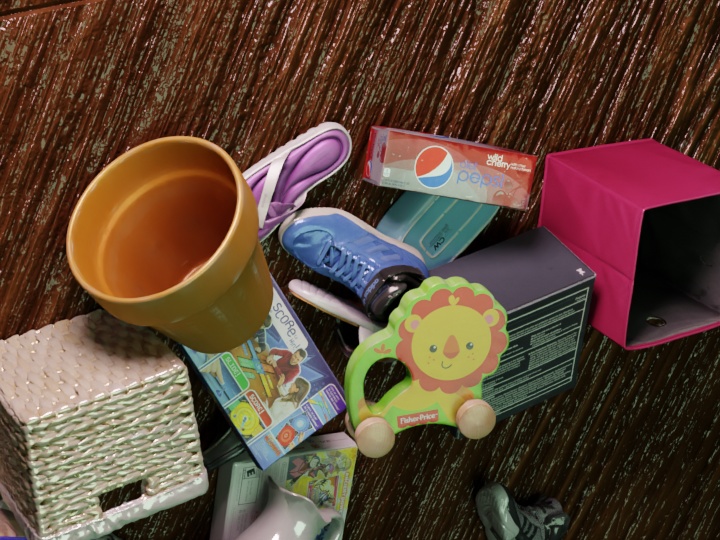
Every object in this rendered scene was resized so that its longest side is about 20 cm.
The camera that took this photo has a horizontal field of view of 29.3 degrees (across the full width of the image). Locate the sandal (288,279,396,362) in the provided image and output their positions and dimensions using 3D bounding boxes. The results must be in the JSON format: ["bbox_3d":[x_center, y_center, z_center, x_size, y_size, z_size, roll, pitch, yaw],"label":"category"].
[{"bbox_3d":[-0.015,0.072,1.687,0.205,0.079,0.060,26,99,-31],"label":"sandal"}]

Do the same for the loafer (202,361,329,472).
[{"bbox_3d":[-0.130,0.160,1.662,0.200,0.073,0.072,-43,95,-15],"label":"loafer"}]

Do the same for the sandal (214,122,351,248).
[{"bbox_3d":[-0.088,-0.093,1.566,0.203,0.050,0.083,-45,127,-5],"label":"sandal"}]

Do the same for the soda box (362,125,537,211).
[{"bbox_3d":[0.107,-0.122,1.640,0.198,0.063,0.071,8,97,-22],"label":"soda box"}]

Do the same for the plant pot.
[{"bbox_3d":[-0.183,-0.008,1.467,0.200,0.200,0.184,-43,144,-8],"label":"plant pot"}]

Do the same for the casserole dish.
[{"bbox_3d":[0.104,-0.066,1.718,0.200,0.039,0.121,-46,129,-5],"label":"casserole dish"}]

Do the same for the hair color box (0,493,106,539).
[{"bbox_3d":[-0.392,0.290,1.513,0.198,0.109,0.065,9,107,-37],"label":"hair color box"}]

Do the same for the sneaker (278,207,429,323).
[{"bbox_3d":[0.001,-0.001,1.612,0.199,0.112,0.077,22,116,-27],"label":"sneaker"}]

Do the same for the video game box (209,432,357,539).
[{"bbox_3d":[-0.102,0.312,1.761,0.180,0.047,0.202,-2,114,-30],"label":"video game box"}]

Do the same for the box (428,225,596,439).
[{"bbox_3d":[0.180,0.077,1.765,0.198,0.123,0.200,-20,137,-25],"label":"box"}]

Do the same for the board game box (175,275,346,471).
[{"bbox_3d":[-0.116,0.112,1.605,0.135,0.034,0.201,-34,102,-16],"label":"board game box"}]

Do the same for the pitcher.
[{"bbox_3d":[-0.102,0.372,1.699,0.171,0.121,0.201,35,81,-52],"label":"pitcher"}]

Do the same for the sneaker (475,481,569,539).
[{"bbox_3d":[0.237,0.353,1.995,0.113,0.075,0.201,-34,133,-16],"label":"sneaker"}]

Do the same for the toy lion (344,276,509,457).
[{"bbox_3d":[0.077,0.105,1.600,0.198,0.069,0.194,-10,110,-11],"label":"toy lion"}]

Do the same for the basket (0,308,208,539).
[{"bbox_3d":[-0.291,0.162,1.462,0.197,0.200,0.162,-18,120,-26],"label":"basket"}]

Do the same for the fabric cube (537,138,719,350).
[{"bbox_3d":[0.364,-0.040,1.803,0.194,0.199,0.202,-12,119,-30],"label":"fabric cube"}]

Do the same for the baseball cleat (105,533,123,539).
[{"bbox_3d":[-0.268,0.359,1.657,0.198,0.070,0.108,-12,119,-30],"label":"baseball cleat"}]
